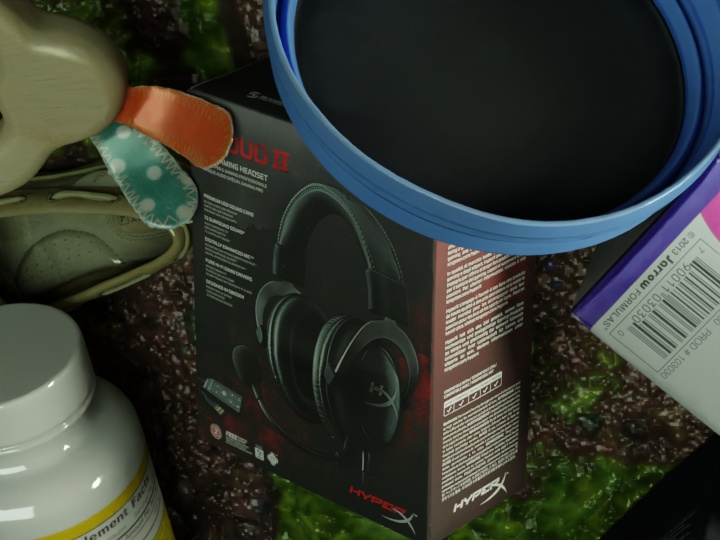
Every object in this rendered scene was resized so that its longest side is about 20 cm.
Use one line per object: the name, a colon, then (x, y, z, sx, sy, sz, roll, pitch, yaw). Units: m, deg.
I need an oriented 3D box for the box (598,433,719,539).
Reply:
box: (0.191, 0.212, 0.936, 0.200, 0.197, 0.124, 40, 116, -4)

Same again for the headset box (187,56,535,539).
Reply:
headset box: (0.000, 0.000, 0.929, 0.148, 0.077, 0.201, 21, 123, 36)

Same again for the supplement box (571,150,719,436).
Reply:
supplement box: (0.205, 0.029, 0.904, 0.200, 0.103, 0.101, 40, 117, -3)

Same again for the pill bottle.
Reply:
pill bottle: (-0.152, 0.119, 1.015, 0.111, 0.111, 0.201, -1, 125, 15)

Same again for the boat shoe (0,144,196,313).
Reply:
boat shoe: (-0.160, -0.007, 1.006, 0.200, 0.063, 0.073, -13, 111, 23)

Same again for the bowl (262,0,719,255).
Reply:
bowl: (0.057, -0.094, 0.845, 0.200, 0.201, 0.039, 25, 148, 3)

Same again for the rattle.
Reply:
rattle: (-0.155, -0.101, 0.946, 0.199, 0.143, 0.131, 2, 113, -2)
